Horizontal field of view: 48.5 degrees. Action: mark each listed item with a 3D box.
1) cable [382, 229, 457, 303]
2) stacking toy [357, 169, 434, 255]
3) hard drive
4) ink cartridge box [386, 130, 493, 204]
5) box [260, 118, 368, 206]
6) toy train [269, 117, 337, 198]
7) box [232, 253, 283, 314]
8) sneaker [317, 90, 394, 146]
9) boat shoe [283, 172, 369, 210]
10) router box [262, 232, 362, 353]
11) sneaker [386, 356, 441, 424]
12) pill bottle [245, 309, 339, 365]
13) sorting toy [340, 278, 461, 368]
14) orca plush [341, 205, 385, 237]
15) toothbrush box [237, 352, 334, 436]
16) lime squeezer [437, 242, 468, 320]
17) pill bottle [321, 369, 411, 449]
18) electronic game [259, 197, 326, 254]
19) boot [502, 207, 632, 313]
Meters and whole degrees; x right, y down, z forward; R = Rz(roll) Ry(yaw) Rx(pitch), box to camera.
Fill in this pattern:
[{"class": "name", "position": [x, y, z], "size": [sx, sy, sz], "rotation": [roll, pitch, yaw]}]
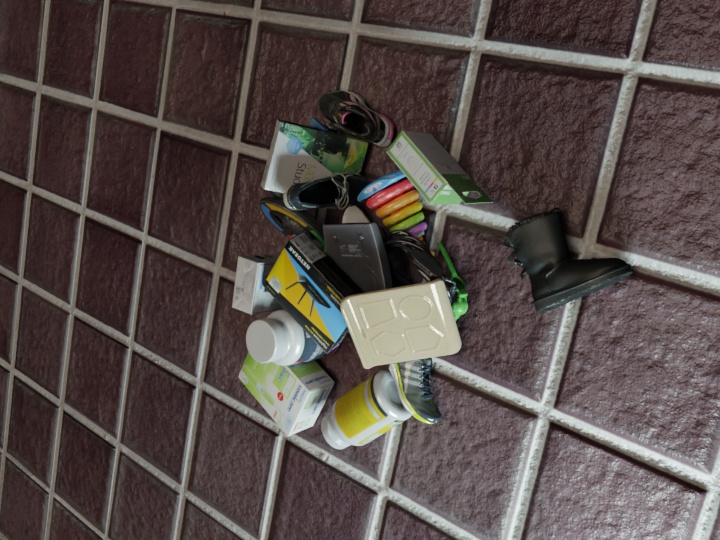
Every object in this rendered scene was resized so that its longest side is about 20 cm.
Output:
[{"class": "cable", "position": [0.106, 0.008, 1.567], "size": [0.200, 0.051, 0.164], "rotation": [39, 151, 25]}, {"class": "stacking toy", "position": [0.091, -0.096, 1.591], "size": [0.116, 0.110, 0.201], "rotation": [-26, 92, 38]}, {"class": "hard drive", "position": [0.000, 0.000, 1.578], "size": [0.134, 0.042, 0.201], "rotation": [1, 110, 39]}, {"class": "ink cartridge box", "position": [0.149, -0.177, 1.521], "size": [0.200, 0.104, 0.059], "rotation": [52, 122, 23]}, {"class": "box", "position": [-0.094, -0.221, 1.660], "size": [0.036, 0.199, 0.145], "rotation": [-132, 55, -59]}, {"class": "toy train", "position": [-0.122, -0.233, 1.727], "size": [0.087, 0.114, 0.200], "rotation": [46, 120, 26]}, {"class": "box", "position": [-0.181, 0.026, 1.740], "size": [0.060, 0.200, 0.117], "rotation": [16, 101, 35]}, {"class": "sneaker", "position": [-0.022, -0.324, 1.658], "size": [0.200, 0.086, 0.081], "rotation": [30, 110, 34]}, {"class": "boat shoe", "position": [-0.058, -0.161, 1.625], "size": [0.062, 0.199, 0.075], "rotation": [7, 102, 57]}, {"class": "router box", "position": [-0.091, 0.047, 1.607], "size": [0.200, 0.051, 0.149], "rotation": [45, 131, 13]}, {"class": "sneaker", "position": [0.113, 0.212, 1.602], "size": [0.081, 0.074, 0.201], "rotation": [-36, 73, 30]}, {"class": "pill bottle", "position": [-0.144, 0.141, 1.717], "size": [0.119, 0.199, 0.120], "rotation": [4, 96, 39]}, {"class": "sorting toy", "position": [0.079, 0.100, 1.529], "size": [0.199, 0.037, 0.186], "rotation": [-13, 127, 10]}, {"class": "orca plush", "position": [0.012, -0.036, 1.684], "size": [0.105, 0.071, 0.200], "rotation": [-31, 73, -11]}, {"class": "toothbrush box", "position": [-0.171, 0.247, 1.813], "size": [0.200, 0.086, 0.146], "rotation": [44, 125, 26]}, {"class": "lime squeezer", "position": [0.182, 0.044, 1.563], "size": [0.071, 0.038, 0.201], "rotation": [-175, 82, -70]}, {"class": "pill bottle", "position": [0.010, 0.295, 1.661], "size": [0.200, 0.112, 0.112], "rotation": [-38, 71, 34]}, {"class": "electronic game", "position": [-0.133, -0.090, 1.711], "size": [0.199, 0.200, 0.042], "rotation": [24, 72, 35]}, {"class": "boot", "position": [0.354, -0.030, 1.392], "size": [0.198, 0.073, 0.163], "rotation": [-27, 73, 37]}]
